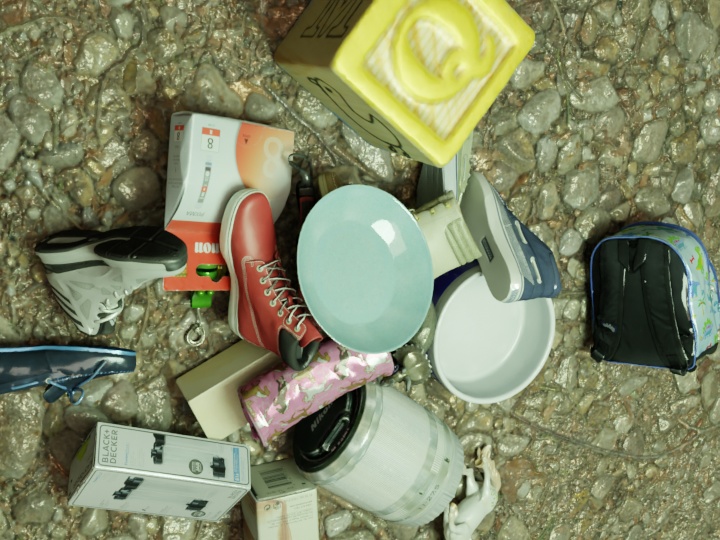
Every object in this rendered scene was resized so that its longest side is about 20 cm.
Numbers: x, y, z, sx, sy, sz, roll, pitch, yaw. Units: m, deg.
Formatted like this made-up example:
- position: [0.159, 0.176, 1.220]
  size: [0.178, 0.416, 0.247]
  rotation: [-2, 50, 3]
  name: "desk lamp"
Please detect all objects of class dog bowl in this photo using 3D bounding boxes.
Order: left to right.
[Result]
- position: [0.174, 0.082, 1.297]
  size: [0.198, 0.079, 0.203]
  rotation: [-6, 105, -23]
  name: "dog bowl"

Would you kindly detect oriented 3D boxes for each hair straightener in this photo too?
- position: [-0.072, -0.061, 1.153]
  size: [0.040, 0.077, 0.202]
  rotation: [-7, 123, 0]
  name: "hair straightener"

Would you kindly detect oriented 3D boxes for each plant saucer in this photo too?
- position: [0.000, 0.000, 1.087]
  size: [0.199, 0.039, 0.204]
  rotation: [7, 77, -35]
  name: "plant saucer"

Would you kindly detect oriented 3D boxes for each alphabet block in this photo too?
- position: [0.047, -0.265, 1.079]
  size: [0.195, 0.200, 0.197]
  rotation: [36, 88, -27]
  name: "alphabet block"

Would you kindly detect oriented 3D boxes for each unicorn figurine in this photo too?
- position: [0.149, 0.366, 1.359]
  size: [0.199, 0.074, 0.138]
  rotation: [-34, 126, -19]
  name: "unicorn figurine"

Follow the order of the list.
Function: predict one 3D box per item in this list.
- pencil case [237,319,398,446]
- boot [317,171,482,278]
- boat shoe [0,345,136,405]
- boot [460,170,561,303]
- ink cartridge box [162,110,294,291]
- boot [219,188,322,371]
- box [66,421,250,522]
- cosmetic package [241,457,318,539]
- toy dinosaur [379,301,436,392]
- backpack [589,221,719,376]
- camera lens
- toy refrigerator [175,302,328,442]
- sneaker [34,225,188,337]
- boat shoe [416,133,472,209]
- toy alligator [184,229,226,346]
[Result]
- position: [-0.055, 0.136, 1.121]
  size: [0.199, 0.083, 0.087]
  rotation: [-28, 104, -10]
  name: "pencil case"
- position: [0.049, -0.067, 1.164]
  size: [0.154, 0.072, 0.201]
  rotation: [-30, 101, 13]
  name: "boot"
- position: [-0.364, 0.123, 1.067]
  size: [0.197, 0.084, 0.070]
  rotation: [-1, 85, -10]
  name: "boat shoe"
- position: [0.200, -0.046, 1.235]
  size: [0.089, 0.073, 0.202]
  rotation: [-1, 61, -27]
  name: "boot"
- position: [-0.154, -0.076, 1.073]
  size: [0.161, 0.050, 0.203]
  rotation: [1, 91, -49]
  name: "ink cartridge box"
- position: [-0.094, 0.012, 1.056]
  size: [0.072, 0.144, 0.202]
  rotation: [-23, 125, -36]
  name: "boot"
- position: [-0.248, 0.253, 1.127]
  size: [0.198, 0.061, 0.117]
  rotation: [14, 139, -26]
  name: "box"
- position: [-0.108, 0.372, 1.232]
  size: [0.086, 0.103, 0.203]
  rotation: [-8, 105, -20]
  name: "cosmetic package"
- position: [0.068, 0.081, 1.222]
  size: [0.077, 0.102, 0.202]
  rotation: [38, 59, -34]
  name: "toy dinosaur"
- position: [0.436, 0.030, 1.351]
  size: [0.146, 0.182, 0.202]
  rotation: [-25, 111, -41]
  name: "backpack"
- position: [0.021, 0.237, 1.222]
  size: [0.199, 0.160, 0.161]
  rotation: [34, 88, -28]
  name: "camera lens"
- position: [-0.131, 0.129, 1.178]
  size: [0.199, 0.070, 0.076]
  rotation: [-31, 121, -14]
  name: "toy refrigerator"
- position: [-0.271, 0.016, 1.037]
  size: [0.076, 0.198, 0.117]
  rotation: [-48, 134, -53]
  name: "sneaker"
- position: [0.120, -0.137, 1.220]
  size: [0.061, 0.072, 0.203]
  rotation: [-3, 104, -29]
  name: "boat shoe"
- position: [-0.195, 0.005, 1.121]
  size: [0.059, 0.054, 0.203]
  rotation: [-2, 104, -23]
  name: "toy alligator"
